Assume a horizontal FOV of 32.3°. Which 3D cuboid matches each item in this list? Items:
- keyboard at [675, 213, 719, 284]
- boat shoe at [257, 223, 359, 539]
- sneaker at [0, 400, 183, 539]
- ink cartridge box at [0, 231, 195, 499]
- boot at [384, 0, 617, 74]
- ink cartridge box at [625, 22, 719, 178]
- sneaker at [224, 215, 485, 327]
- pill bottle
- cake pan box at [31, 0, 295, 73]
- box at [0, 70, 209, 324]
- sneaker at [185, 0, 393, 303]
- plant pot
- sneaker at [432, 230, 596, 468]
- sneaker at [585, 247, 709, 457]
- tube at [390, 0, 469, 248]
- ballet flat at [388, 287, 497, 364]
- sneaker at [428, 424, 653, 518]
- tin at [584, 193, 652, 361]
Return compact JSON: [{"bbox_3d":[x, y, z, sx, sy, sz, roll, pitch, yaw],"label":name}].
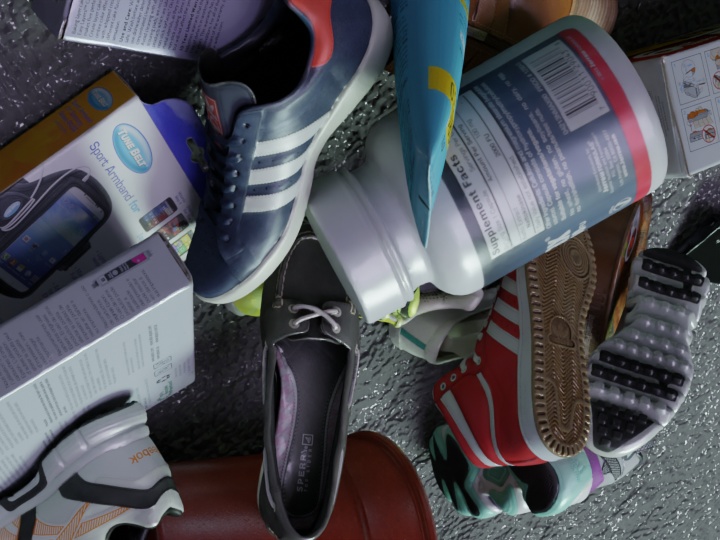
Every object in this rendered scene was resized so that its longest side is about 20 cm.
[{"bbox_3d":[0.363,-0.029,1.145,0.199,0.040,0.104,9,138,-42],"label":"keyboard"},{"bbox_3d":[-0.030,0.071,0.778,0.066,0.057,0.202,4,89,-15],"label":"boat shoe"},{"bbox_3d":[-0.187,0.166,0.779,0.200,0.080,0.074,-41,168,33],"label":"sneaker"},{"bbox_3d":[-0.187,0.074,0.714,0.199,0.043,0.197,-31,167,-17],"label":"ink cartridge box"},{"bbox_3d":[0.078,-0.115,0.821,0.154,0.077,0.201,5,119,-38],"label":"boot"},{"bbox_3d":[0.244,-0.131,0.910,0.199,0.175,0.085,-20,100,-25],"label":"ink cartridge box"},{"bbox_3d":[0.000,0.000,0.844,0.198,0.076,0.076,-10,128,-29],"label":"sneaker"},{"bbox_3d":[0.069,-0.056,0.744,0.199,0.120,0.120,-29,135,-4],"label":"pill bottle"},{"bbox_3d":[-0.064,-0.209,0.663,0.183,0.052,0.201,-1,121,-40],"label":"cake pan box"},{"bbox_3d":[-0.172,-0.023,0.723,0.199,0.041,0.119,-38,137,-11],"label":"box"},{"bbox_3d":[-0.065,-0.074,0.686,0.084,0.075,0.201,10,114,-45],"label":"sneaker"},{"bbox_3d":[-0.079,0.213,0.870,0.194,0.201,0.202,5,118,-30],"label":"plant pot"},{"bbox_3d":[0.110,0.046,0.899,0.071,0.202,0.112,21,151,-29],"label":"sneaker"},{"bbox_3d":[0.212,0.073,0.941,0.200,0.075,0.081,-55,162,-41],"label":"sneaker"},{"bbox_3d":[0.036,-0.118,0.676,0.050,0.202,0.078,0,150,7],"label":"tube"},{"bbox_3d":[0.113,0.045,0.972,0.199,0.069,0.070,-5,123,-35],"label":"ballet flat"},{"bbox_3d":[0.152,0.146,0.993,0.139,0.200,0.079,-14,95,-28],"label":"sneaker"},{"bbox_3d":[0.197,0.024,1.007,0.112,0.041,0.202,-55,154,-51],"label":"tin"}]
